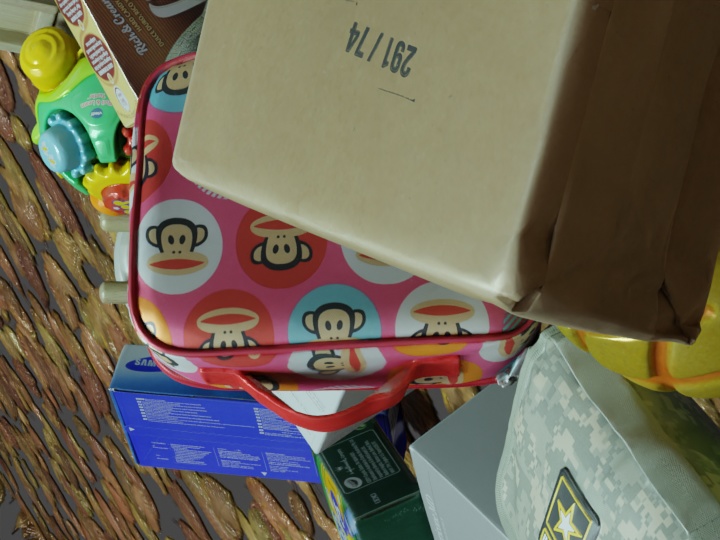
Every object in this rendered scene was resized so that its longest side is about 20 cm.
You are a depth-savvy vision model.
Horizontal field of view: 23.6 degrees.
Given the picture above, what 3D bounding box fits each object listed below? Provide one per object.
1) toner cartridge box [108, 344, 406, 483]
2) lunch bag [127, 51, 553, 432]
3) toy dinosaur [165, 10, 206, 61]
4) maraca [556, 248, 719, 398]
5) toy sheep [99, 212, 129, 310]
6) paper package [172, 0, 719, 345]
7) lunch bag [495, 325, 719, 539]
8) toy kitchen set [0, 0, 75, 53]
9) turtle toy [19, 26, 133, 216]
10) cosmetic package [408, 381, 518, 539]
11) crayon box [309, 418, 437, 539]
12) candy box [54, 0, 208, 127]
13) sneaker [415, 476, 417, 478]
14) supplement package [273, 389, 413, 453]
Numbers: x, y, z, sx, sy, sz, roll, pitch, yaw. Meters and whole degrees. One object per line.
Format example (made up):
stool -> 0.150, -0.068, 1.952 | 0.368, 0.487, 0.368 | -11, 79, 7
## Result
toner cartridge box -> -0.070, 0.104, 1.216 | 0.197, 0.044, 0.096 | 4, 139, 11
lunch bag -> -0.009, -0.013, 0.800 | 0.082, 0.197, 0.178 | 80, -170, -70
toy dinosaur -> -0.070, -0.108, 0.967 | 0.102, 0.201, 0.077 | 30, -174, -18
maraca -> 0.134, 0.002, 0.682 | 0.200, 0.107, 0.137 | 46, 165, 1
toy sheep -> -0.114, -0.008, 1.217 | 0.139, 0.137, 0.200 | 60, 180, -5
paper package -> 0.043, -0.095, 0.610 | 0.199, 0.103, 0.193 | 21, 99, 49
lunch bag -> 0.137, 0.132, 0.757 | 0.201, 0.117, 0.165 | 62, 179, -39
toy kitchen set -> -0.195, -0.234, 1.172 | 0.163, 0.178, 0.203 | 136, 141, -67
turtle toy -> -0.123, -0.089, 1.102 | 0.146, 0.197, 0.102 | 47, -138, -63
cosmetic package -> 0.122, 0.161, 0.964 | 0.200, 0.090, 0.108 | 37, 155, 40
crayon box -> 0.030, 0.212, 1.126 | 0.126, 0.051, 0.202 | -131, 21, -68
candy box -> -0.132, -0.200, 1.003 | 0.202, 0.116, 0.056 | 61, 159, -7
sneaker -> 0.099, 0.224, 1.144 | 0.115, 0.072, 0.202 | 94, 151, -63
supplement package -> 0.000, 0.000, 0.974 | 0.117, 0.117, 0.200 | 54, 160, 14
